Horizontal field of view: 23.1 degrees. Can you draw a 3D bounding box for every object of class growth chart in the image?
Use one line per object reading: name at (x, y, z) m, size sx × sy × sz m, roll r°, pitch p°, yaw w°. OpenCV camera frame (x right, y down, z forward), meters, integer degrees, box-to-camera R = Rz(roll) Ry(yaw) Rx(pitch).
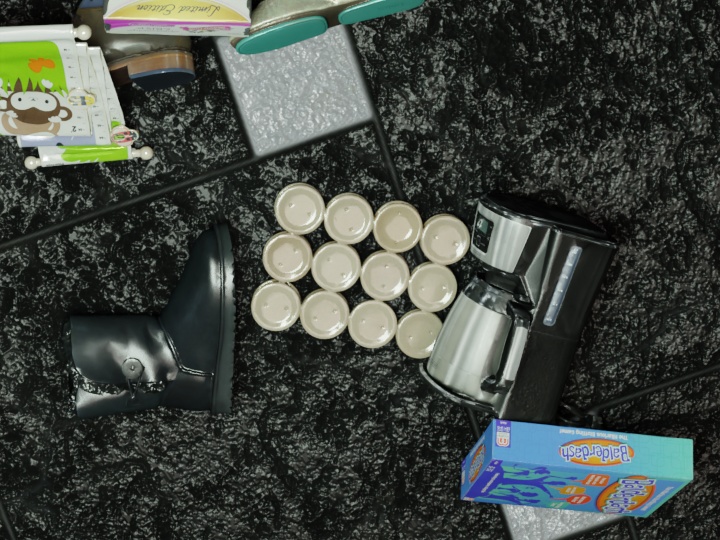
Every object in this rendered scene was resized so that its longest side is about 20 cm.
growth chart at (-0.288, -0.160, 1.626) m, size 0.144 × 0.018 × 0.200 m, roll -8°, pitch 143°, yaw 8°

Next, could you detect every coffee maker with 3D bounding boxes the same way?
coffee maker at (0.172, 0.039, 1.730) m, size 0.192 × 0.135 × 0.201 m, roll 9°, pitch 106°, yaw -42°

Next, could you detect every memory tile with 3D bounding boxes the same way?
memory tile at (0.000, 0.000, 1.749) m, size 0.199 × 0.017 × 0.154 m, roll 12°, pitch 102°, yaw -7°

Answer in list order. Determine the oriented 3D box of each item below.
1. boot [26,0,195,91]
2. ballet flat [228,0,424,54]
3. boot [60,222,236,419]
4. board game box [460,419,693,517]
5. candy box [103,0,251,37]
boot at (-0.256, -0.217, 1.660) m, size 0.199 × 0.075 × 0.097 m, roll -5°, pitch 81°, yaw 3°
ballet flat at (-0.034, -0.259, 1.671) m, size 0.199 × 0.067 × 0.063 m, roll -16°, pitch 77°, yaw -5°
boot at (-0.206, 0.051, 1.710) m, size 0.168 × 0.076 × 0.201 m, roll 1°, pitch 109°, yaw -9°
board game box at (0.212, 0.199, 1.749) m, size 0.199 × 0.152 × 0.045 m, roll 6°, pitch 67°, yaw -6°
candy box at (-0.165, -0.318, 1.606) m, size 0.136 × 0.061 × 0.201 m, roll 0°, pitch 85°, yaw -5°
